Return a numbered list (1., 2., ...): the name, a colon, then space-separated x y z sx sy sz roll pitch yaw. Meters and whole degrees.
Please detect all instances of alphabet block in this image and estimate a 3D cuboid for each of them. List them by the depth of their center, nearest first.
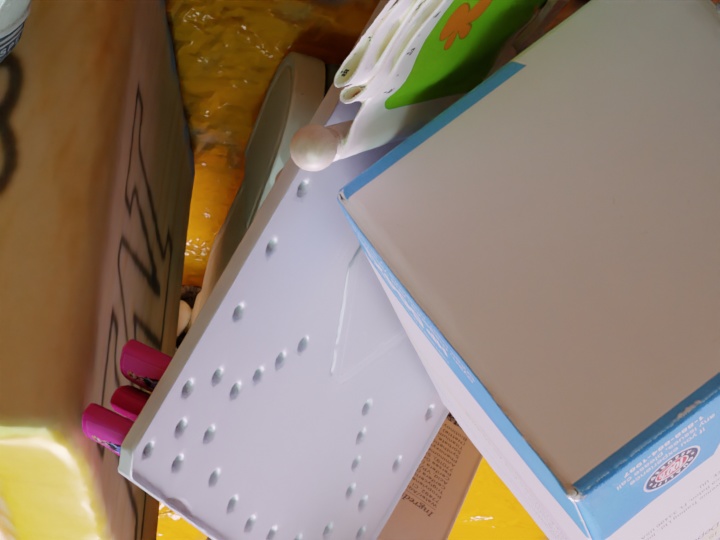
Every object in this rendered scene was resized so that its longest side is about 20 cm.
1. alphabet block: -0.164 0.004 0.977 0.194 0.201 0.197 1 151 5

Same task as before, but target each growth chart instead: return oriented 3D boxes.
1. growth chart: 0.057 -0.101 0.827 0.145 0.018 0.200 -25 159 -50

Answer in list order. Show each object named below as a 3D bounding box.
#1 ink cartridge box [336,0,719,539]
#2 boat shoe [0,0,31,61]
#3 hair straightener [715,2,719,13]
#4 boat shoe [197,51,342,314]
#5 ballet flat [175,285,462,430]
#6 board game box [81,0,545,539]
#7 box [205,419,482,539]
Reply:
1. ink cartridge box: 0.094 0.021 0.924 0.128 0.125 0.200 -37 155 -5
2. boat shoe: -0.185 -0.128 0.854 0.201 0.075 0.086 24 137 -7
3. hair straightener: 0.111 -0.062 0.759 0.200 0.041 0.077 49 163 -32
4. boat shoe: -0.022 0.003 1.071 0.062 0.073 0.200 10 137 -11
5. ballet flat: 0.001 0.032 1.159 0.199 0.068 0.075 3 136 6
6. board game box: 0.000 0.000 0.943 0.026 0.200 0.200 26 171 24
7. box: -0.023 0.119 1.065 0.082 0.200 0.068 33 125 -1
